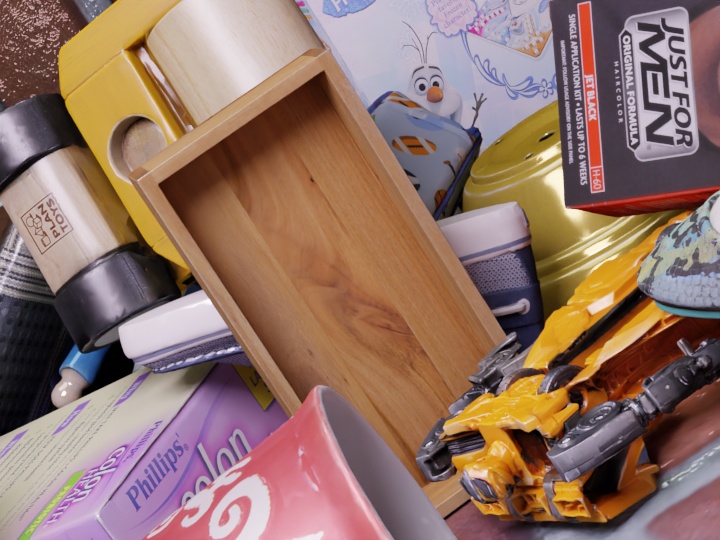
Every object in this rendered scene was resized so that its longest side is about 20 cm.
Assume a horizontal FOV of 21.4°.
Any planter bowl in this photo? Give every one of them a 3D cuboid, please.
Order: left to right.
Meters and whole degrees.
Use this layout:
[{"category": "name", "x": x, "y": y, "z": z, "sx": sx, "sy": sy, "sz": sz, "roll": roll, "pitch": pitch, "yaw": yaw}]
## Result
[{"category": "planter bowl", "x": 0.116, "y": -0.041, "z": 1.004, "sx": 0.200, "sy": 0.084, "sz": 0.200, "roll": -31, "pitch": 13, "yaw": 8}]

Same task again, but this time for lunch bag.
[{"category": "lunch bag", "x": 0.000, "y": 0.000, "z": 1.051, "sx": 0.200, "sy": 0.075, "sz": 0.161, "roll": -52, "pitch": -14, "yaw": -58}]

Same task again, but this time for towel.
[{"category": "towel", "x": -0.190, "y": 0.059, "z": 1.111, "sx": 0.200, "sy": 0.034, "sz": 0.194, "roll": 25, "pitch": -95, "yaw": -75}]

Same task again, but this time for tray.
[{"category": "tray", "x": -0.005, "y": 0.015, "z": 0.833, "sx": 0.098, "sy": 0.201, "sz": 0.037, "roll": -35, "pitch": 15, "yaw": -9}]

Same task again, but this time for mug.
[{"category": "mug", "x": -0.054, "y": 0.154, "z": 0.624, "sx": 0.200, "sy": 0.134, "sz": 0.178, "roll": -35, "pitch": 11, "yaw": 5}]

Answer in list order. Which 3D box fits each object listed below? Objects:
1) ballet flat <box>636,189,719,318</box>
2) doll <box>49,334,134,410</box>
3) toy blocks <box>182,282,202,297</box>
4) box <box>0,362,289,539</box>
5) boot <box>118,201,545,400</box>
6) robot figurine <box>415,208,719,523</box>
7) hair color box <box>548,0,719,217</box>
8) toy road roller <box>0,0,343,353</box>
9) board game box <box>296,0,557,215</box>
[{"category": "ballet flat", "x": 0.190, "y": -0.025, "z": 0.688, "sx": 0.199, "sy": 0.075, "sz": 0.074, "roll": -4, "pitch": 26, "yaw": 28}, {"category": "doll", "x": -0.150, "y": 0.061, "z": 1.081, "sx": 0.137, "sy": 0.048, "sz": 0.201, "roll": -71, "pitch": -2, "yaw": -70}, {"category": "toy blocks", "x": -0.081, "y": 0.023, "z": 1.106, "sx": 0.137, "sy": 0.099, "sz": 0.201, "roll": -80, "pitch": 14, "yaw": -64}, {"category": "box", "x": -0.133, "y": 0.136, "z": 0.931, "sx": 0.199, "sy": 0.097, "sz": 0.176, "roll": -26, "pitch": 15, "yaw": 31}, {"category": "boot", "x": -0.006, "y": 0.037, "z": 0.885, "sx": 0.199, "sy": 0.091, "sz": 0.073, "roll": -16, "pitch": 5, "yaw": -7}, {"category": "robot figurine", "x": 0.116, "y": 0.037, "z": 0.785, "sx": 0.200, "sy": 0.058, "sz": 0.145, "roll": -40, "pitch": 14, "yaw": -28}, {"category": "hair color box", "x": 0.186, "y": -0.085, "z": 0.837, "sx": 0.199, "sy": 0.102, "sz": 0.061, "roll": -8, "pitch": -7, "yaw": 30}, {"category": "toy road roller", "x": -0.081, "y": -0.060, "z": 0.936, "sx": 0.200, "sy": 0.123, "sz": 0.146, "roll": -36, "pitch": -8, "yaw": 25}, {"category": "board game box", "x": 0.084, "y": -0.140, "z": 1.176, "sx": 0.200, "sy": 0.200, "sz": 0.043, "roll": -37, "pitch": 14, "yaw": -17}]
